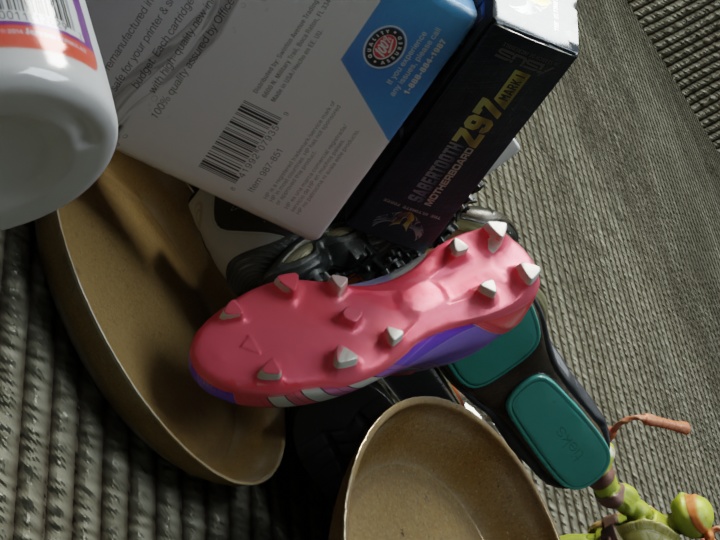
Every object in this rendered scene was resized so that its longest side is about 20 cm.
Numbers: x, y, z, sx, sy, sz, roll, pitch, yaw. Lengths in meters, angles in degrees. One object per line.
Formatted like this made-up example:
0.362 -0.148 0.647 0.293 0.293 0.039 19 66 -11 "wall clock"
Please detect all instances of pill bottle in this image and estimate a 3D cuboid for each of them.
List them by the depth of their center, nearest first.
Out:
-0.172 -0.123 0.809 0.111 0.111 0.201 35 32 -58 "pill bottle"

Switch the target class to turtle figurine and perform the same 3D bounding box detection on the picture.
0.166 0.184 1.285 0.200 0.161 0.065 51 21 -38 "turtle figurine"

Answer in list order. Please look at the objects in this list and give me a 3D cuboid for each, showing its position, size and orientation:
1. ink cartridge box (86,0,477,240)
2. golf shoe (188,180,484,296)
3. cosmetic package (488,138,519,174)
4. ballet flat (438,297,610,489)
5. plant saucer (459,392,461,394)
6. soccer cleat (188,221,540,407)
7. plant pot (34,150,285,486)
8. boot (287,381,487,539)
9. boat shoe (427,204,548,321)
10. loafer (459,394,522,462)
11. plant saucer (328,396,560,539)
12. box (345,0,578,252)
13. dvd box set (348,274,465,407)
-0.070 -0.125 0.941 0.200 0.145 0.084 25 30 -23 "ink cartridge box"
-0.009 -0.038 1.076 0.095 0.078 0.200 48 34 15 "golf shoe"
0.019 -0.116 1.328 0.074 0.102 0.200 51 4 -35 "cosmetic package"
0.082 0.049 1.181 0.200 0.073 0.073 55 18 -33 "ballet flat"
0.053 0.048 1.374 0.200 0.032 0.200 56 18 -29 "plant saucer"
0.003 0.033 0.990 0.200 0.077 0.067 -20 60 -32 "soccer cleat"
-0.099 0.016 0.971 0.200 0.027 0.200 54 18 -27 "plant pot"
0.014 0.117 1.102 0.138 0.077 0.201 -118 -172 -68 "boot"
0.070 0.025 1.295 0.200 0.075 0.074 57 45 -61 "boat shoe"
0.077 0.151 1.199 0.063 0.072 0.201 93 -11 -51 "loafer"
0.041 0.162 0.972 0.200 0.035 0.201 33 47 -44 "plant saucer"
0.050 -0.133 1.028 0.051 0.158 0.201 19 47 -17 "box"
0.000 0.000 1.210 0.146 0.029 0.200 54 7 -51 "dvd box set"
